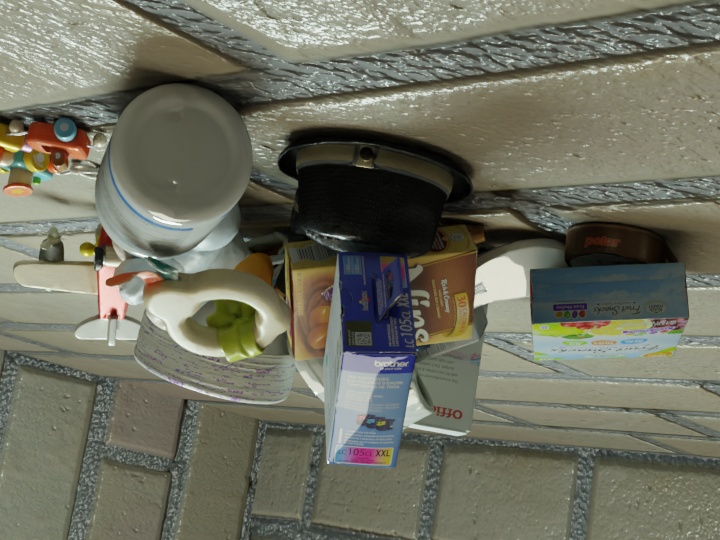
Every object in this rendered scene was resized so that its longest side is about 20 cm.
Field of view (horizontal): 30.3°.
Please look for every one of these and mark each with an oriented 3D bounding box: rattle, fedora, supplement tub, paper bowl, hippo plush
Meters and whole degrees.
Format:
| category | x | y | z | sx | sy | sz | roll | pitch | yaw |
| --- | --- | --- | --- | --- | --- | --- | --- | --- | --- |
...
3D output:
| category | x | y | z | sx | sy | sz | roll | pitch | yaw |
| --- | --- | --- | --- | --- | --- | --- | --- | --- | --- |
| rattle | -0.165 | -0.004 | 1.361 | 0.198 | 0.145 | 0.129 | 27 | 149 | -30 |
| fedora | 0.010 | -0.063 | 1.320 | 0.197 | 0.093 | 0.201 | 9 | 168 | 2 |
| supplement tub | -0.182 | -0.089 | 1.265 | 0.130 | 0.134 | 0.200 | 13 | 167 | -15 |
| paper bowl | -0.169 | 0.080 | 1.620 | 0.198 | 0.106 | 0.201 | 16 | -171 | -3 |
| hippo plush | -0.192 | -0.028 | 1.482 | 0.198 | 0.161 | 0.161 | 27 | 157 | 5 |

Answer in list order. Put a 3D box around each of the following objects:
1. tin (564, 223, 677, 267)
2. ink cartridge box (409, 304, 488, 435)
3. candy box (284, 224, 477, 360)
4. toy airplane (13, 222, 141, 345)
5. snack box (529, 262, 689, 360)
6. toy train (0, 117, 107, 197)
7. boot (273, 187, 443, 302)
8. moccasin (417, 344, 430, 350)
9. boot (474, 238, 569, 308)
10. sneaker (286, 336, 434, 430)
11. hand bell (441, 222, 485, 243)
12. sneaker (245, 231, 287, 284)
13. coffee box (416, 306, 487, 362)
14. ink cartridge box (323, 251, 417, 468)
| category | x | y | z | sx | sy | sz | roll | pitch | yaw |
| --- | --- | --- | --- | --- | --- | --- | --- | --- | --- |
| tin | 0.293 | -0.008 | 1.495 | 0.110 | 0.043 | 0.200 | 9 | 169 | 25 |
| ink cartridge box | 0.087 | 0.114 | 1.810 | 0.143 | 0.203 | 0.083 | 10 | 168 | -4 |
| candy box | 0.021 | 0.022 | 1.403 | 0.197 | 0.118 | 0.057 | -7 | -145 | -10 |
| toy airplane | -0.324 | -0.002 | 1.754 | 0.197 | 0.143 | 0.200 | -30 | 137 | 18 |
| snack box | 0.273 | 0.050 | 1.481 | 0.166 | 0.069 | 0.200 | -3 | 166 | 9 |
| toy train | -0.347 | -0.116 | 1.447 | 0.148 | 0.057 | 0.200 | 11 | 167 | -3 |
| boot | 0.000 | 0.000 | 1.459 | 0.197 | 0.152 | 0.073 | 14 | -155 | -19 |
| moccasin | 0.011 | 0.059 | 1.566 | 0.068 | 0.081 | 0.200 | 30 | -176 | -34 |
| boot | 0.147 | -0.009 | 1.555 | 0.197 | 0.091 | 0.073 | -18 | 123 | 16 |
| sneaker | 0.007 | 0.122 | 1.608 | 0.115 | 0.074 | 0.200 | -32 | 122 | 19 |
| hand bell | 0.045 | -0.029 | 1.522 | 0.197 | 0.106 | 0.104 | -6 | 165 | 12 |
| sneaker | -0.156 | 0.006 | 1.719 | 0.198 | 0.077 | 0.081 | -28 | 150 | 18 |
| coffee box | 0.054 | 0.074 | 1.692 | 0.197 | 0.081 | 0.114 | -20 | -176 | 14 |
| ink cartridge box | 0.008 | 0.077 | 1.296 | 0.075 | 0.138 | 0.202 | 1 | 134 | -5 |
